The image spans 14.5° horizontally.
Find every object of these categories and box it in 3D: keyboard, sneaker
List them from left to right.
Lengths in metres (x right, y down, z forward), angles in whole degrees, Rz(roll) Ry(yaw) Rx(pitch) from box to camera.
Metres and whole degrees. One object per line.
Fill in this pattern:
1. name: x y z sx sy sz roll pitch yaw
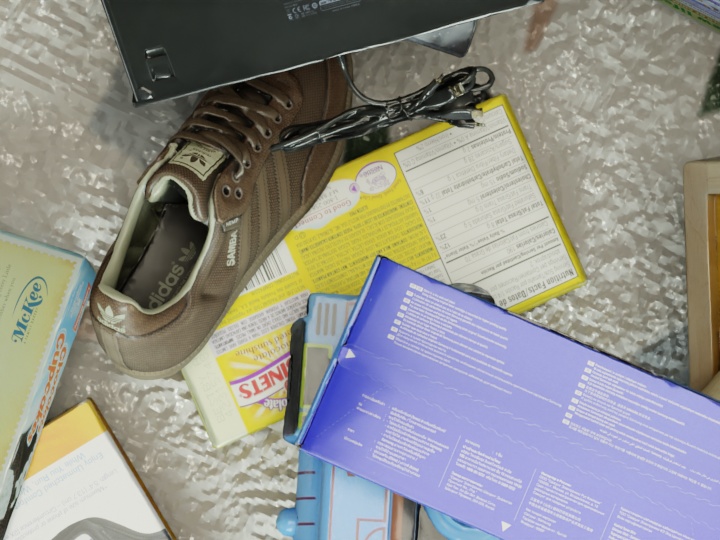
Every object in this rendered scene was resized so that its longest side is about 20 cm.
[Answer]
1. sneaker: -0.062 -0.043 1.330 0.070 0.076 0.201 22 74 14
2. keyboard: -0.013 -0.112 1.282 0.199 0.021 0.128 -13 110 12

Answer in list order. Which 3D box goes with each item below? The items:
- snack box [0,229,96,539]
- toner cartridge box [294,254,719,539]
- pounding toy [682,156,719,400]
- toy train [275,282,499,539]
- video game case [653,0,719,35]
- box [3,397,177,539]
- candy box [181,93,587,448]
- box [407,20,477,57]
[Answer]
1. snack box: -0.212 0.073 1.329 0.116 0.037 0.201 17 77 9
2. toner cartridge box: 0.081 0.076 1.254 0.199 0.043 0.095 24 85 7
3. pounding toy: 0.213 0.040 1.308 0.142 0.199 0.185 -10 100 -47
4. toy train: 0.018 0.104 1.319 0.114 0.087 0.201 4 83 1
5. video game case: 0.182 -0.126 1.288 0.199 0.182 0.022 29 88 15
6. box: -0.129 0.176 1.361 0.119 0.041 0.201 -31 93 -3
7. candy box: 0.000 0.000 1.377 0.199 0.026 0.103 -24 91 -3
8. box: -0.011 -0.234 1.294 0.199 0.123 0.199 18 117 -6
